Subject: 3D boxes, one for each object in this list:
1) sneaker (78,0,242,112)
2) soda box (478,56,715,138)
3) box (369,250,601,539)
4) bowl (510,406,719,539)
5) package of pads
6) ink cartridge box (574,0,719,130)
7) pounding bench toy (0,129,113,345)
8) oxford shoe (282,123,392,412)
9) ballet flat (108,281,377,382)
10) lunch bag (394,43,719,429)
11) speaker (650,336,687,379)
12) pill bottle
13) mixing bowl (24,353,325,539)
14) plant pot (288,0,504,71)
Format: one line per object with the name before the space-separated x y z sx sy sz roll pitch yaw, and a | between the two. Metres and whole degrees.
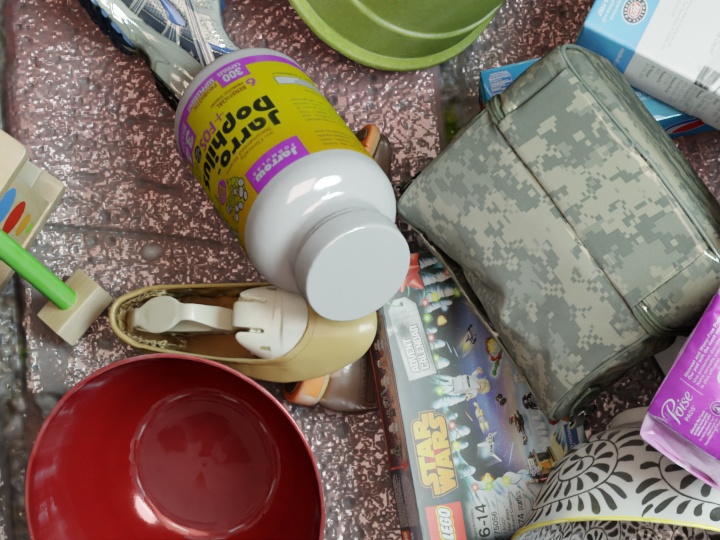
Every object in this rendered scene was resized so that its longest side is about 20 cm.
sneaker | -0.139 -0.187 1.377 0.085 0.077 0.200 -42 92 -9
soda box | 0.184 -0.122 1.351 0.198 0.068 0.065 -12 79 0
box | 0.080 0.084 1.310 0.136 0.040 0.202 -8 83 -23
bowl | 0.199 0.145 1.238 0.199 0.201 0.095 9 67 3
package of pads | 0.247 0.051 1.163 0.075 0.200 0.121 34 109 18
ink cartridge box | 0.255 -0.155 1.284 0.199 0.068 0.117 28 79 4
pounding bench toy | -0.266 -0.032 1.311 0.199 0.156 0.125 32 84 6
oxford shoe | 0.000 0.000 1.350 0.072 0.071 0.202 15 83 -18
ballet flat | -0.085 0.038 1.298 0.198 0.063 0.069 -3 75 32
lunch bag | 0.133 -0.023 1.238 0.167 0.139 0.201 -39 76 16
speaker | 0.246 0.065 1.315 0.081 0.081 0.201 -29 82 -2
pill bottle | -0.043 -0.055 1.271 0.104 0.105 0.200 -34 45 -3
mixing bowl | -0.113 0.143 1.290 0.198 0.108 0.202 1 100 8
plant pot | 0.065 -0.247 1.277 0.198 0.190 0.202 3 84 -28
